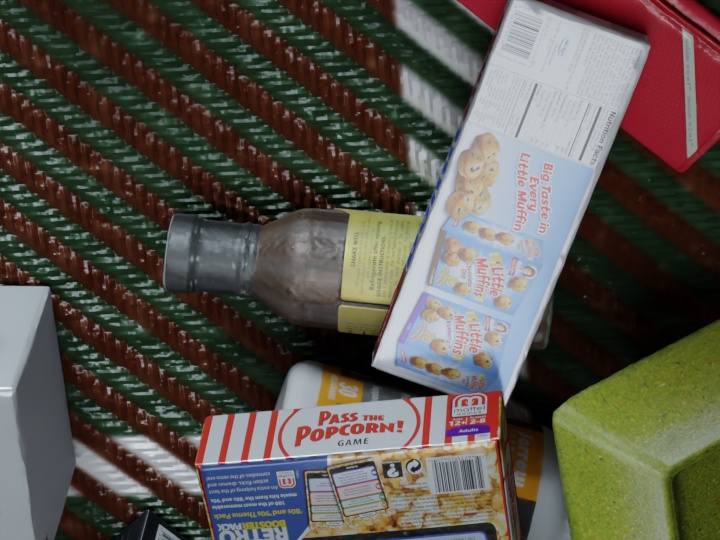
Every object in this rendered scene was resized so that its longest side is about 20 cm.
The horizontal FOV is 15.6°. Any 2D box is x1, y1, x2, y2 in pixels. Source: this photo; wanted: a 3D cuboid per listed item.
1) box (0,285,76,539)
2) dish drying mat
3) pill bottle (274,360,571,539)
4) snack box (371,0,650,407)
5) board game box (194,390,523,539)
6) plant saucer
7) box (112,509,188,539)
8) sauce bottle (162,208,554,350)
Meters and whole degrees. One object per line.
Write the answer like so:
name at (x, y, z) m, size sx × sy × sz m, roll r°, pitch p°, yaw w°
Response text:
box at (-0.264, 0.084, 1.413) m, size 0.199 × 0.098 × 0.125 m, roll 1°, pitch 125°, yaw 7°
dish drying mat at (0.106, -0.128, 1.270) m, size 0.200 × 0.018 × 0.077 m, roll 36°, pitch 122°, yaw -17°
pill bottle at (0.044, 0.126, 1.394) m, size 0.199 × 0.117 × 0.117 m, roll 15°, pitch 125°, yaw -4°
snack box at (0.072, -0.032, 1.281) m, size 0.071 × 0.024 × 0.201 m, roll 19°, pitch 108°, yaw -5°
board game box at (0.009, 0.162, 1.323) m, size 0.150 × 0.046 × 0.201 m, roll -5°, pitch 120°, yaw 8°
plant saucer at (0.202, 0.117, 1.344) m, size 0.199 × 0.048 × 0.201 m, roll -26°, pitch 126°, yaw -21°
box at (-0.149, 0.252, 1.453) m, size 0.079 × 0.200 × 0.141 m, roll 40°, pitch 121°, yaw -20°
sauce bottle at (0.000, 0.000, 1.344) m, size 0.199 × 0.065 × 0.065 m, roll 7°, pitch 125°, yaw 2°
